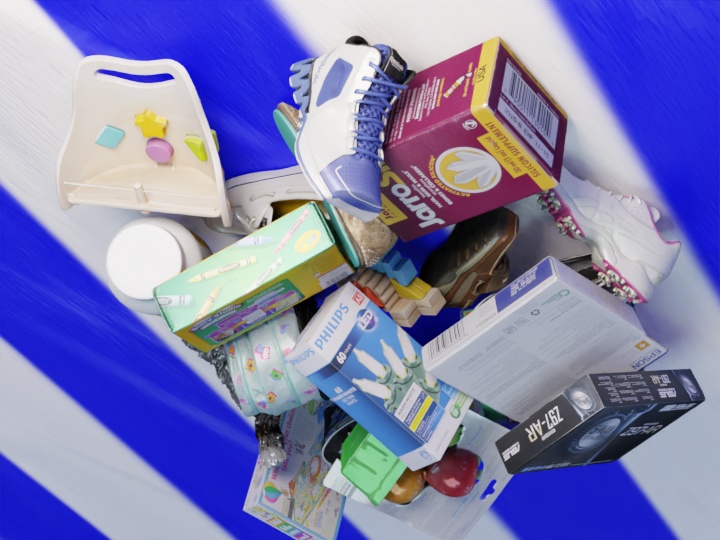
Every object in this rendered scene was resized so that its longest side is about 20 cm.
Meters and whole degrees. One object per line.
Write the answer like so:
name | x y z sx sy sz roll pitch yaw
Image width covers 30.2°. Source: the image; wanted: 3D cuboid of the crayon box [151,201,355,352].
crayon box | -0.113 0.011 1.451 0.200 0.058 0.119 -28 163 2

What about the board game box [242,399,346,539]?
board game box | -0.074 0.266 1.827 0.134 0.200 0.034 34 139 -23

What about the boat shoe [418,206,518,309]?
boat shoe | 0.134 -0.012 1.522 0.074 0.076 0.200 18 152 -16

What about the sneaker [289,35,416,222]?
sneaker | -0.003 -0.158 1.294 0.115 0.200 0.080 -35 140 30

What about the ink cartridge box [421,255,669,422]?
ink cartridge box | 0.205 0.087 1.487 0.200 0.043 0.196 30 126 -34

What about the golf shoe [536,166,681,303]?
golf shoe | 0.262 -0.059 1.428 0.200 0.092 0.075 48 175 -13

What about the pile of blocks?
pile of blocks | 0.000 0.000 1.526 0.200 0.062 0.082 30 147 15

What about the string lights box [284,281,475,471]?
string lights box | 0.024 0.120 1.500 0.200 0.103 0.059 42 143 -11

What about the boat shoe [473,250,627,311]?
boat shoe | 0.217 0.021 1.501 0.200 0.072 0.068 -16 140 10

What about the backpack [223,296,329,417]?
backpack | -0.102 0.079 1.588 0.126 0.200 0.167 -21 138 6

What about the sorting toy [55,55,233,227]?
sorting toy | -0.233 -0.152 1.446 0.199 0.107 0.180 6 134 11

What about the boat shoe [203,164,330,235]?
boat shoe | -0.103 -0.060 1.519 0.202 0.086 0.075 -11 136 28

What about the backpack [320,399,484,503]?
backpack | 0.068 0.193 1.726 0.177 0.151 0.200 34 131 -22

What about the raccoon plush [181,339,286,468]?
raccoon plush | -0.153 0.143 1.713 0.134 0.200 0.097 21 129 -42

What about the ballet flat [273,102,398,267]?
ballet flat | -0.022 -0.100 1.432 0.200 0.065 0.071 62 170 0

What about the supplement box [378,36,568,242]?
supplement box | 0.091 -0.130 1.356 0.200 0.103 0.131 -21 132 38

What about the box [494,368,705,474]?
box | 0.276 0.172 1.530 0.200 0.044 0.160 2 145 -43

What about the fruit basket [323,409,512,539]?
fruit basket | 0.083 0.231 1.624 0.200 0.094 0.185 24 115 -18

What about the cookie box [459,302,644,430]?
cookie box | 0.234 0.105 1.590 0.200 0.075 0.171 -13 137 8

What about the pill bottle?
pill bottle | -0.233 -0.003 1.542 0.113 0.113 0.200 13 177 2
